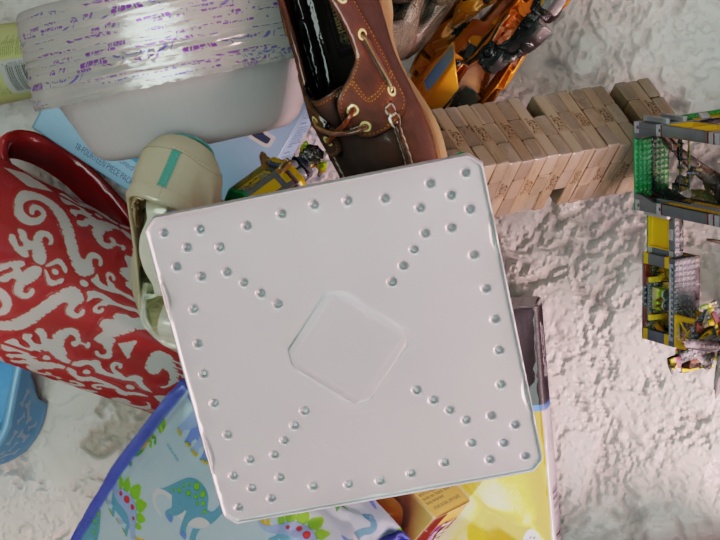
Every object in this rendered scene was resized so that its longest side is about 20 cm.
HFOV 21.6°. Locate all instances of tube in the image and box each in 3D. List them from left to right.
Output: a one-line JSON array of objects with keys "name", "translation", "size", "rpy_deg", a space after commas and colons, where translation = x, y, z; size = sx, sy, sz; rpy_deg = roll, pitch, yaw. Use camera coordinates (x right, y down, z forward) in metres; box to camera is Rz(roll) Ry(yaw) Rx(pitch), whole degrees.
[{"name": "tube", "translation": [-0.275, -0.145, 1.348], "size": [0.198, 0.052, 0.058], "rpy_deg": [-5, 55, 35]}]

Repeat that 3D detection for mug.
[{"name": "mug", "translation": [-0.194, -0.005, 1.299], "size": [0.199, 0.133, 0.179], "rpy_deg": [25, 70, -23]}]

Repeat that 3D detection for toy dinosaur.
[{"name": "toy dinosaur", "translation": [0.034, -0.181, 1.220], "size": [0.076, 0.202, 0.103], "rpy_deg": [9, 142, -10]}]

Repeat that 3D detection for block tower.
[{"name": "block tower", "translation": [0.114, -0.076, 1.214], "size": [0.054, 0.198, 0.058], "rpy_deg": [57, 144, 30]}]

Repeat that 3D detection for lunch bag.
[{"name": "lunch bag", "translation": [-0.094, 0.192, 1.254], "size": [0.170, 0.127, 0.200], "rpy_deg": [45, 110, 17]}]

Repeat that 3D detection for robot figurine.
[{"name": "robot figurine", "translation": [0.078, -0.152, 1.239], "size": [0.058, 0.145, 0.200], "rpy_deg": [34, 114, -11]}]

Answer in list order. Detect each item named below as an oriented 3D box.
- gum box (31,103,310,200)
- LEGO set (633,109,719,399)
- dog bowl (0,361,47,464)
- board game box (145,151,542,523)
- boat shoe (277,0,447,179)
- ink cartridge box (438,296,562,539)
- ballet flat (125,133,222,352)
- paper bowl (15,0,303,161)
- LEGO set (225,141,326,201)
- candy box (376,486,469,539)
[{"name": "gum box", "translation": [-0.111, -0.142, 1.330], "size": [0.169, 0.045, 0.201], "rpy_deg": [33, 102, 6]}, {"name": "LEGO set", "translation": [0.255, -0.023, 1.199], "size": [0.152, 0.116, 0.202], "rpy_deg": [0, 99, -31]}, {"name": "dog bowl", "translation": [-0.282, 0.052, 1.390], "size": [0.110, 0.050, 0.202], "rpy_deg": [15, 101, 10]}, {"name": "board game box", "translation": [-0.007, 0.041, 1.115], "size": [0.198, 0.026, 0.202], "rpy_deg": [-11, 110, 7]}, {"name": "boat shoe", "translation": [-0.007, -0.106, 1.112], "size": [0.070, 0.070, 0.202], "rpy_deg": [-19, 91, 36]}, {"name": "ink cartridge box", "translation": [0.038, 0.125, 1.335], "size": [0.198, 0.047, 0.200], "rpy_deg": [-5, 96, 11]}, {"name": "ballet flat", "translation": [-0.117, 0.003, 1.181], "size": [0.069, 0.070, 0.201], "rpy_deg": [10, 138, 11]}, {"name": "paper bowl", "translation": [-0.113, -0.132, 1.205], "size": [0.198, 0.201, 0.106], "rpy_deg": [-10, 96, 13]}, {"name": "LEGO set", "translation": [0.000, 0.000, 1.231], "size": [0.200, 0.154, 0.116], "rpy_deg": [43, 60, 16]}, {"name": "candy box", "translation": [-0.033, 0.130, 1.311], "size": [0.200, 0.056, 0.117], "rpy_deg": [47, 119, 18]}]
